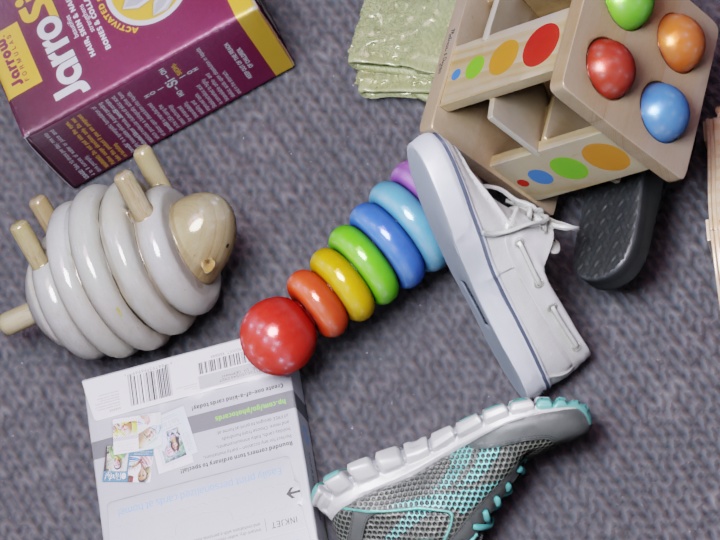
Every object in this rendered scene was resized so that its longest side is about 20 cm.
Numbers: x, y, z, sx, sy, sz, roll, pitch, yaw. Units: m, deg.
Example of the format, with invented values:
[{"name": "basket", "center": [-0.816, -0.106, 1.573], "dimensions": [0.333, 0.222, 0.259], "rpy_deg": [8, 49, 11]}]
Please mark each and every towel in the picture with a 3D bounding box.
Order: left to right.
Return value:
[{"name": "towel", "center": [0.078, -0.215, 1.710], "dimensions": [0.147, 0.037, 0.202], "rpy_deg": [8, 73, 20]}]

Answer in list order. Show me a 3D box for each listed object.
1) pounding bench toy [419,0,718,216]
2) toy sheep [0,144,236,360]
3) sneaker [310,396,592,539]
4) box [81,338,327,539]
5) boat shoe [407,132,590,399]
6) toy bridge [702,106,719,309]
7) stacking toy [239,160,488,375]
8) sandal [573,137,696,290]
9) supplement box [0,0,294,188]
[{"name": "pounding bench toy", "center": [0.157, -0.164, 1.575], "dimensions": [0.155, 0.124, 0.201], "rpy_deg": [-15, 50, 48]}, {"name": "toy sheep", "center": [-0.176, -0.003, 1.651], "dimensions": [0.199, 0.138, 0.139], "rpy_deg": [-22, 64, 22]}, {"name": "sneaker", "center": [0.071, 0.149, 1.560], "dimensions": [0.199, 0.078, 0.092], "rpy_deg": [-24, 81, 10]}, {"name": "box", "center": [-0.107, 0.156, 1.616], "dimensions": [0.155, 0.041, 0.202], "rpy_deg": [-16, 65, 10]}, {"name": "boat shoe", "center": [0.105, -0.016, 1.558], "dimensions": [0.086, 0.075, 0.203], "rpy_deg": [-30, 107, -7]}, {"name": "toy bridge", "center": [0.251, -0.019, 1.565], "dimensions": [0.027, 0.067, 0.202], "rpy_deg": [-7, 68, 13]}, {"name": "stacking toy", "center": [0.000, 0.000, 1.605], "dimensions": [0.200, 0.086, 0.085], "rpy_deg": [-40, 64, -12]}, {"name": "sandal", "center": [0.198, -0.077, 1.611], "dimensions": [0.075, 0.048, 0.202], "rpy_deg": [-2, 65, 51]}, {"name": "supplement box", "center": [-0.171, -0.176, 1.731], "dimensions": [0.199, 0.103, 0.132], "rpy_deg": [-29, 65, 4]}]
